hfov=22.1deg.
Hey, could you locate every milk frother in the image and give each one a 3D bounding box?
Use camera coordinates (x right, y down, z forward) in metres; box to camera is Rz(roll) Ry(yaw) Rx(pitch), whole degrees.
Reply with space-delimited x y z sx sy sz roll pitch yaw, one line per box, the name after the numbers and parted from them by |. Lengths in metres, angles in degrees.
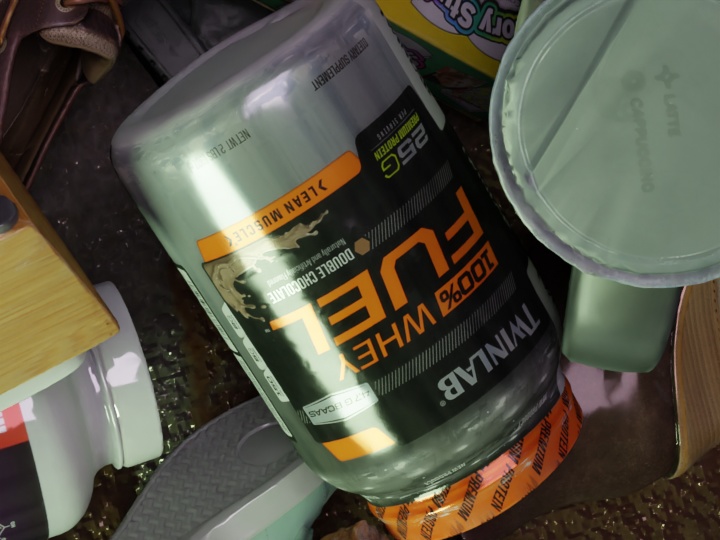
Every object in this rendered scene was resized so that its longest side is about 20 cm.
0.158 -0.063 0.706 0.198 0.189 0.182 -7 114 12 | milk frother

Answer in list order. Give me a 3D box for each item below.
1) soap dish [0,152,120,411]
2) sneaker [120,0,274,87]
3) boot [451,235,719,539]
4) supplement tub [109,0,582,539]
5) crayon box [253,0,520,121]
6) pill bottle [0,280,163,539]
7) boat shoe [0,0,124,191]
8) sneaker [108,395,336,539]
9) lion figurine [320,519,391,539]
-0.212 0.004 0.675 0.199 0.082 0.158 -27 52 -18 | soap dish
-0.031 -0.094 0.824 0.104 0.060 0.200 -40 89 -7 | sneaker
0.083 0.010 0.826 0.165 0.072 0.202 -21 92 -13 | boot
0.000 0.000 0.733 0.122 0.122 0.201 -36 106 -11 | supplement tub
0.019 -0.183 0.793 0.199 0.058 0.174 24 76 -36 | crayon box
-0.186 0.069 0.751 0.198 0.112 0.114 -17 88 -15 | pill bottle
-0.129 -0.105 0.791 0.072 0.072 0.201 27 84 28 | boat shoe
-0.053 0.145 0.805 0.200 0.073 0.119 -46 126 -28 | sneaker
-0.007 0.210 0.776 0.072 0.202 0.123 6 40 10 | lion figurine
